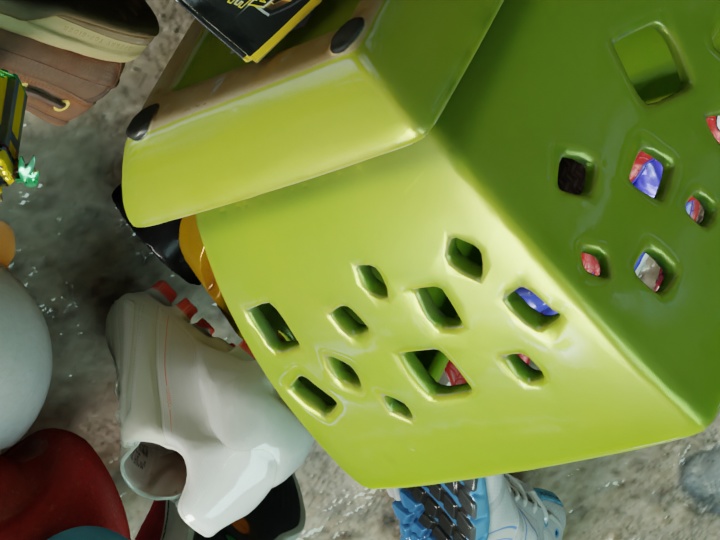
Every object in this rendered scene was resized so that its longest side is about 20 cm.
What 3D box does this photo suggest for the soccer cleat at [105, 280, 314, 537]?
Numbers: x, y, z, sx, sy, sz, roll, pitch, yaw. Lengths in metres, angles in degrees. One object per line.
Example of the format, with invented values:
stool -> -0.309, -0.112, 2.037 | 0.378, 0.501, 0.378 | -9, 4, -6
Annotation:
soccer cleat -> -0.079, 0.057, 1.239 | 0.069, 0.200, 0.078 | 44, 83, -22

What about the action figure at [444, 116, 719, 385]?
action figure -> 0.114, -0.011, 1.305 | 0.065, 0.052, 0.200 | 5, 132, -40

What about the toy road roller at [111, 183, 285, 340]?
toy road roller -> 0.000, 0.000, 1.268 | 0.123, 0.146, 0.200 | -43, 139, 7

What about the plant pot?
plant pot -> 0.041, -0.056, 1.066 | 0.181, 0.199, 0.200 | 43, 57, -24

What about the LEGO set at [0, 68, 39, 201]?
LEGO set -> -0.219, -0.040, 1.039 | 0.200, 0.116, 0.154 | 3, 149, 3

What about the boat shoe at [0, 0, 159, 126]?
boat shoe -> -0.170, -0.098, 1.117 | 0.200, 0.072, 0.068 | 14, 120, -41

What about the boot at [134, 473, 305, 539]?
boot -> -0.100, 0.149, 1.334 | 0.072, 0.200, 0.144 | 43, 112, -12

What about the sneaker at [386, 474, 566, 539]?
sneaker -> 0.064, 0.124, 1.496 | 0.087, 0.075, 0.200 | -29, 147, -20

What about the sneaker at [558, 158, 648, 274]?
sneaker -> 0.115, -0.028, 1.386 | 0.200, 0.073, 0.085 | -41, 143, 22

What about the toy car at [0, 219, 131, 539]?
toy car -> -0.191, 0.066, 1.219 | 0.177, 0.184, 0.200 | -14, 105, -23

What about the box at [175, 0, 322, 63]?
box -> -0.032, -0.188, 1.030 | 0.160, 0.200, 0.049 | -43, 135, 7
